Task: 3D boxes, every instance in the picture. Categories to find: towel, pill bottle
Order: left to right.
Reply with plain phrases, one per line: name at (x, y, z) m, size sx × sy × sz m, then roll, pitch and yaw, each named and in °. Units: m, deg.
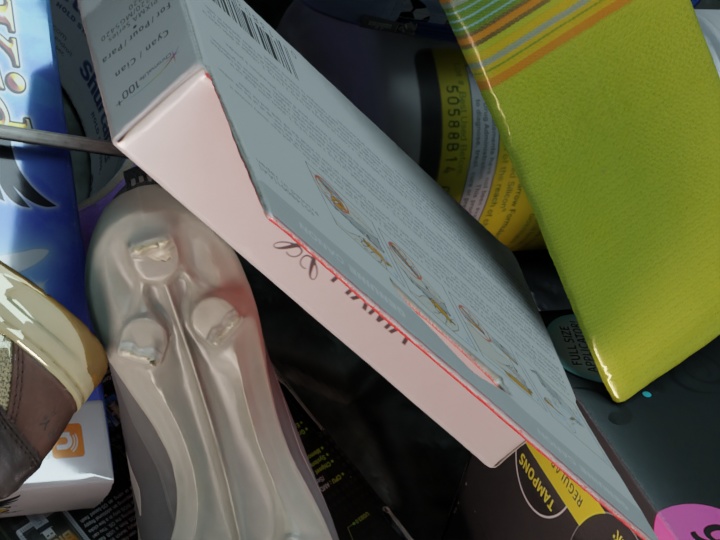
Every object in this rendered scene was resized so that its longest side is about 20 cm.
pill bottle at (0.070, -0.064, 1.110) m, size 0.200 × 0.111 × 0.111 m, roll -4°, pitch 64°, yaw -28°
towel at (0.081, -0.060, 0.936) m, size 0.086 × 0.018 × 0.200 m, roll -32°, pitch 112°, yaw -19°

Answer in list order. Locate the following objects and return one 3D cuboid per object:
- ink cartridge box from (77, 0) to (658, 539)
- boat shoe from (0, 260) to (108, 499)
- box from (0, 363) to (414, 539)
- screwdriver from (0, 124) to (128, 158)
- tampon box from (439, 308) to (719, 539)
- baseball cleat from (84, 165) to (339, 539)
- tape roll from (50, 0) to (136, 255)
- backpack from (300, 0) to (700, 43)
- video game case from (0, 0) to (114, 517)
ink cartridge box at (0.000, 0.000, 0.888) m, size 0.200 × 0.045 × 0.176 m, roll 41°, pitch 16°, yaw -34°
boat shoe at (-0.176, 0.001, 0.851) m, size 0.201 × 0.072 × 0.066 m, roll 31°, pitch 63°, yaw -8°
box at (-0.075, 0.123, 0.968) m, size 0.200 × 0.048 × 0.193 m, roll -34°, pitch 82°, yaw -37°
screwdriver at (-0.136, -0.050, 0.901) m, size 0.200 × 0.029 × 0.028 m, roll 7°, pitch 72°, yaw -14°
tampon box at (0.157, 0.101, 1.018) m, size 0.200 × 0.126 × 0.150 m, roll -4°, pitch 39°, yaw -29°
baseball cleat at (-0.046, 0.061, 0.928) m, size 0.070 × 0.106 × 0.200 m, roll -9°, pitch 106°, yaw -1°
tape roll at (-0.153, -0.061, 1.025) m, size 0.200 × 0.066 × 0.200 m, roll 12°, pitch 58°, yaw -21°
backpack at (0.061, -0.169, 1.015) m, size 0.190 × 0.154 × 0.200 m, roll 9°, pitch 62°, yaw -14°
video game case at (-0.185, -0.012, 0.915) m, size 0.181 × 0.045 × 0.200 m, roll -5°, pitch 75°, yaw -17°
